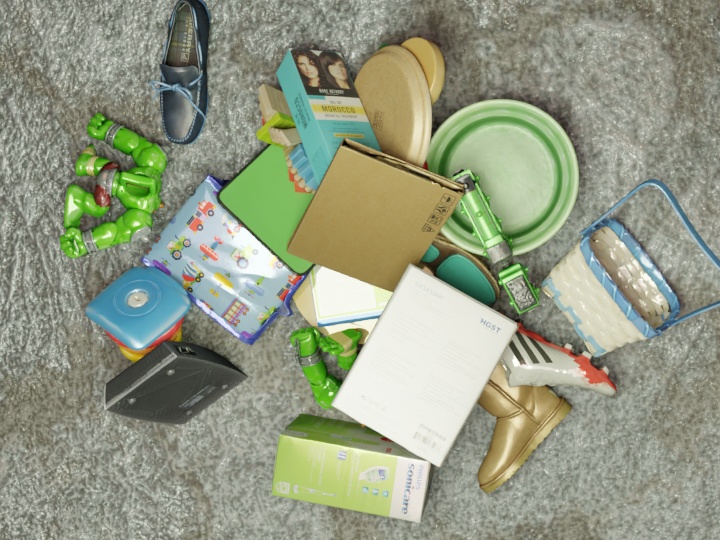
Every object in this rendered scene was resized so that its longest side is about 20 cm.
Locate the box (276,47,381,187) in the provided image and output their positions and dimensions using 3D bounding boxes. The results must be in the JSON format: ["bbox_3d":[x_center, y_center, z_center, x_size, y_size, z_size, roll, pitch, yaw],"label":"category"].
[{"bbox_3d":[-0.038,-0.197,1.384,0.049,0.082,0.200,-54,48,46],"label":"box"}]

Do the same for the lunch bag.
[{"bbox_3d":[-0.167,-0.008,1.447,0.200,0.094,0.151,41,98,10],"label":"lunch bag"}]

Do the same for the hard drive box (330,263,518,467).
[{"bbox_3d":[0.078,0.116,1.326,0.156,0.077,0.200,30,87,2],"label":"hard drive box"}]

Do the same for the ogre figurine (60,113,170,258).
[{"bbox_3d":[-0.332,-0.110,1.459,0.120,0.098,0.200,8,53,4],"label":"ogre figurine"}]

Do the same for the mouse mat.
[{"bbox_3d":[-0.072,-0.109,1.432,0.161,0.008,0.200,44,69,1],"label":"mouse mat"}]

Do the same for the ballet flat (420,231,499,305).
[{"bbox_3d":[0.110,-0.030,1.418,0.200,0.065,0.070,36,134,-21],"label":"ballet flat"}]

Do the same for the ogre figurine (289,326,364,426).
[{"bbox_3d":[0.011,0.136,1.425,0.200,0.098,0.120,-7,121,-13],"label":"ogre figurine"}]

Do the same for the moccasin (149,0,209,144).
[{"bbox_3d":[-0.251,-0.273,1.462,0.080,0.068,0.200,1,94,8],"label":"moccasin"}]

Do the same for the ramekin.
[{"bbox_3d":[0.181,-0.120,1.396,0.200,0.098,0.200,1,94,8],"label":"ramekin"}]

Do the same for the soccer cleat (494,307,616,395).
[{"bbox_3d":[0.233,0.124,1.387,0.200,0.069,0.085,28,85,5],"label":"soccer cleat"}]

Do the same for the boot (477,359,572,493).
[{"bbox_3d":[0.158,0.171,1.441,0.200,0.066,0.175,42,86,3],"label":"boot"}]

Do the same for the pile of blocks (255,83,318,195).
[{"bbox_3d":[-0.087,-0.145,1.398,0.062,0.082,0.200,-39,80,29],"label":"pile of blocks"}]

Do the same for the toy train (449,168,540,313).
[{"bbox_3d":[0.166,-0.036,1.326,0.042,0.056,0.200,-28,90,10],"label":"toy train"}]

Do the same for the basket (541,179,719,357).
[{"bbox_3d":[0.344,0.001,1.349,0.200,0.139,0.176,-35,89,40],"label":"basket"}]

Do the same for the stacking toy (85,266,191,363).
[{"bbox_3d":[-0.281,0.101,1.454,0.116,0.200,0.110,31,58,28],"label":"stacking toy"}]

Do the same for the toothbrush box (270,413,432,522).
[{"bbox_3d":[-0.004,0.259,1.426,0.200,0.146,0.086,10,95,8],"label":"toothbrush box"}]

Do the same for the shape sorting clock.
[{"bbox_3d":[0.000,0.000,1.460,0.200,0.039,0.200,0,91,6],"label":"shape sorting clock"}]

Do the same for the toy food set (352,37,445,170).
[{"bbox_3d":[0.042,-0.194,1.375,0.049,0.198,0.200,-3,93,-30],"label":"toy food set"}]

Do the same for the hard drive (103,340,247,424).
[{"bbox_3d":[-0.248,0.151,1.433,0.135,0.200,0.042,-36,67,10],"label":"hard drive"}]

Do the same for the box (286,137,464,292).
[{"bbox_3d":[0.014,-0.063,1.341,0.163,0.021,0.200,21,135,-11],"label":"box"}]
